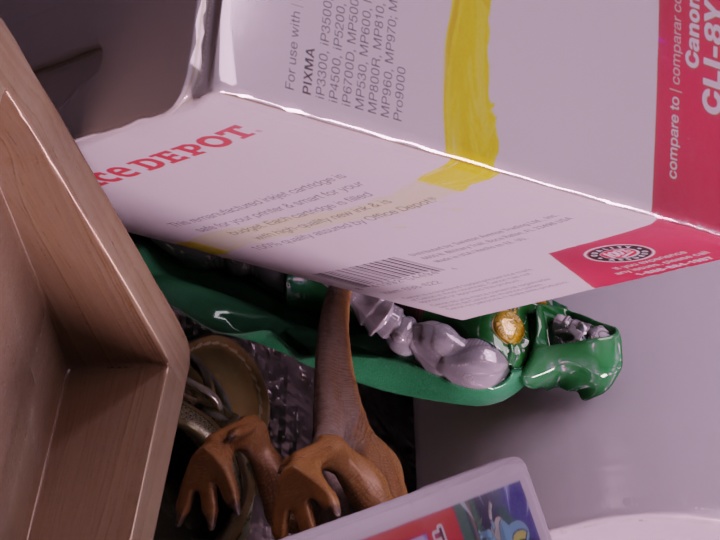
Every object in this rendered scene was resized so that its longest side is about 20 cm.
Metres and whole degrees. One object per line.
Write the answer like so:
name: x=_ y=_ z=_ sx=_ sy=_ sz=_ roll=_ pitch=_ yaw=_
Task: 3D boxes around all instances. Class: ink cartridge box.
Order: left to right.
ink cartridge box: x=-0.001 y=-0.053 z=0.776 sx=0.199 sy=0.145 sz=0.084 roll=14 pitch=74 yaw=-35

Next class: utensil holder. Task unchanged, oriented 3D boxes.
utensil holder: x=0.101 y=0.057 z=1.022 sx=0.170 sy=0.170 sz=0.201 roll=32 pitch=40 yaw=-34

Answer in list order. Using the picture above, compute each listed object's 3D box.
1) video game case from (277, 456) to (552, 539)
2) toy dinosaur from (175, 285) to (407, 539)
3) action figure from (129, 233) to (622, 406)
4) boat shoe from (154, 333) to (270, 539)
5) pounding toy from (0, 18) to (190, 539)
video game case: x=0.024 y=0.166 z=0.763 sx=0.182 sy=0.023 sz=0.201 roll=-13 pitch=82 yaw=-54
toy dinosaur: x=-0.006 y=0.064 z=0.855 sx=0.106 sy=0.060 sz=0.201 roll=13 pitch=58 yaw=-53
action figure: x=0.000 y=0.000 z=0.942 sx=0.199 sy=0.055 sz=0.118 roll=21 pitch=38 yaw=14
boat shoe: x=-0.066 y=0.075 z=0.868 sx=0.073 sy=0.063 sz=0.201 roll=52 pitch=31 yaw=-7
pounding toy: x=-0.150 y=0.021 z=0.685 sx=0.200 sy=0.141 sz=0.185 roll=64 pitch=29 yaw=-51
